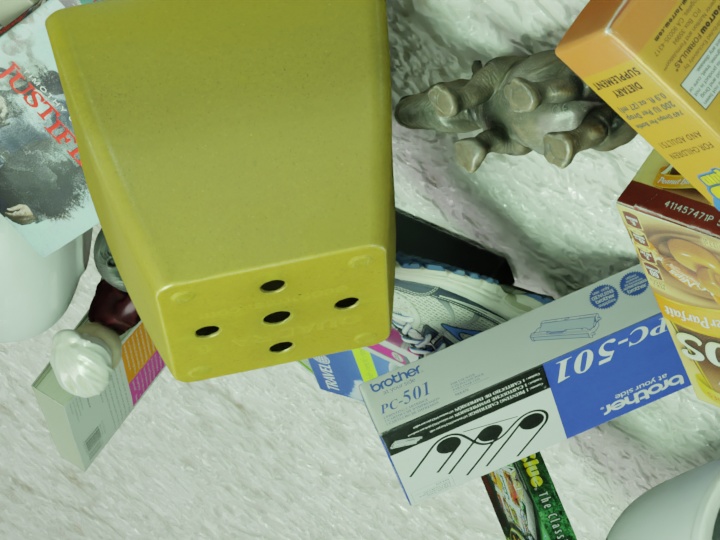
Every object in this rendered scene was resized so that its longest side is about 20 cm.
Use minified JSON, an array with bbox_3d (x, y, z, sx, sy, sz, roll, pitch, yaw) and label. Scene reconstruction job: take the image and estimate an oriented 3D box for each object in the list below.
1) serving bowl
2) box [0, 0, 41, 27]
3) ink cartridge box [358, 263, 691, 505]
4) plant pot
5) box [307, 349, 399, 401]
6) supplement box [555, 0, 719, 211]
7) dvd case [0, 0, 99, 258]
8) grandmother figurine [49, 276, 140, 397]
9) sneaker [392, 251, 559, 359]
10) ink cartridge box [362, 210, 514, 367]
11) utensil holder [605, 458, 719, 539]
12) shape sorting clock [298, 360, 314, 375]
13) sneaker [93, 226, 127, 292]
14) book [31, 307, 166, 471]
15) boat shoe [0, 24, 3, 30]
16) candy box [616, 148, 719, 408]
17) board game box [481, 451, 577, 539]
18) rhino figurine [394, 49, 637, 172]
[{"bbox_3d":[-0.233,-0.044,1.867,0.066,0.201,0.200,3,156,0],"label":"serving bowl"},{"bbox_3d":[-0.205,-0.197,1.689,0.200,0.082,0.068,39,158,-9],"label":"box"},{"bbox_3d":[0.106,0.072,1.596,0.094,0.199,0.044,68,179,-53],"label":"ink cartridge box"},{"bbox_3d":[-0.066,-0.048,1.510,0.200,0.199,0.177,86,171,-63],"label":"plant pot"},{"bbox_3d":[0.035,0.058,1.827,0.199,0.048,0.122,14,152,21],"label":"box"},{"bbox_3d":[0.199,-0.075,1.306,0.200,0.069,0.067,40,162,-12],"label":"supplement box"},{"bbox_3d":[-0.201,-0.099,1.689,0.200,0.022,0.146,-29,110,41],"label":"dvd case"},{"bbox_3d":[-0.163,0.006,1.872,0.060,0.200,0.121,35,161,-9],"label":"grandmother figurine"},{"bbox_3d":[0.065,0.043,1.636,0.199,0.085,0.077,18,180,-24],"label":"sneaker"},{"bbox_3d":[0.000,0.000,1.745,0.200,0.095,0.037,23,155,34],"label":"ink cartridge box"},{"bbox_3d":[0.259,0.200,1.644,0.170,0.170,0.200,40,161,-5],"label":"utensil holder"},{"bbox_3d":[-0.029,0.026,1.925,0.199,0.039,0.200,22,154,11],"label":"shape sorting clock"},{"bbox_3d":[-0.094,-0.036,1.695,0.076,0.200,0.115,64,162,-2],"label":"sneaker"},{"bbox_3d":[-0.175,0.051,1.989,0.048,0.200,0.134,30,158,17],"label":"book"},{"bbox_3d":[-0.186,-0.134,1.782,0.200,0.062,0.073,24,125,22],"label":"boat shoe"},{"bbox_3d":[0.231,0.018,1.463,0.115,0.055,0.200,22,154,36],"label":"candy box"},{"bbox_3d":[0.125,0.186,1.753,0.105,0.023,0.200,107,144,-62],"label":"board game box"},{"bbox_3d":[0.087,-0.093,1.434,0.200,0.087,0.060,5,113,57],"label":"rhino figurine"}]
